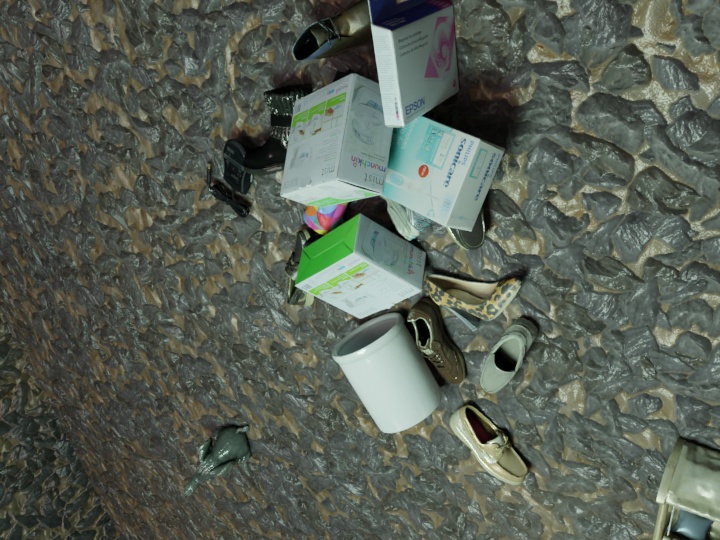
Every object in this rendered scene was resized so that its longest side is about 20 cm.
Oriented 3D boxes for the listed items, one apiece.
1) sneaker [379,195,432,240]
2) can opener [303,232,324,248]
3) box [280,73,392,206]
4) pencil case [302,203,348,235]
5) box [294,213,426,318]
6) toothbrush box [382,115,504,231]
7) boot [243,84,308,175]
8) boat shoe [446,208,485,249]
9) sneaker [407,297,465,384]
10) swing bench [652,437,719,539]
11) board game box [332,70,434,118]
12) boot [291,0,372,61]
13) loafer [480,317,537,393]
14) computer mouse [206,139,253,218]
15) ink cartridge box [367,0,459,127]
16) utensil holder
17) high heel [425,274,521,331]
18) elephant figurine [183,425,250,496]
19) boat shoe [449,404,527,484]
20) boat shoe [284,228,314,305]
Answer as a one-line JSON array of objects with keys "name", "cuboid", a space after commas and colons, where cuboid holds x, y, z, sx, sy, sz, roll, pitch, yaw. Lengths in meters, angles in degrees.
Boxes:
[{"name": "sneaker", "cuboid": [0.077, -0.160, 1.409, 0.086, 0.078, 0.201, -31, 81, 13]}, {"name": "can opener", "cuboid": [-0.019, -0.050, 1.556, 0.199, 0.079, 0.064, 4, 128, 23]}, {"name": "box", "cuboid": [-0.042, -0.210, 1.251, 0.200, 0.096, 0.177, -5, 75, 57]}, {"name": "pencil case", "cuboid": [-0.053, -0.164, 1.493, 0.088, 0.088, 0.200, 39, 135, 13]}, {"name": "box", "cuboid": [0.000, 0.000, 1.488, 0.176, 0.097, 0.200, 27, 145, -28]}, {"name": "toothbrush box", "cuboid": [0.115, -0.170, 1.229, 0.200, 0.085, 0.147, 32, 107, 36]}, {"name": "boot", "cuboid": [-0.173, -0.286, 1.512, 0.210, 0.079, 0.158, -6, 120, 30]}, {"name": "boat shoe", "cuboid": [0.178, -0.125, 1.311, 0.065, 0.073, 0.201, -126, 14, -71]}, {"name": "sneaker", "cuboid": [0.148, 0.159, 1.539, 0.070, 0.075, 0.201, -15, 106, 44]}, {"name": "swing bench", "cuboid": [0.621, 0.425, 1.280, 0.198, 0.130, 0.201, 14, 124, 33]}, {"name": "board game box", "cuboid": [0.019, -0.264, 1.363, 0.200, 0.035, 0.136, 29, 105, 22]}, {"name": "boot", "cuboid": [-0.033, -0.415, 1.303, 0.200, 0.097, 0.075, -19, 104, 45]}, {"name": "loafer", "cuboid": [0.276, 0.174, 1.446, 0.070, 0.070, 0.201, 34, 133, 18]}, {"name": "computer mouse", "cuboid": [-0.291, -0.227, 1.682, 0.140, 0.046, 0.201, 33, 139, 25]}, {"name": "ink cartridge box", "cuboid": [0.090, -0.351, 1.170, 0.043, 0.196, 0.201, 11, 123, 33]}, {"name": "utensil holder", "cuboid": [0.061, 0.217, 1.587, 0.170, 0.170, 0.200, -19, 107, 45]}, {"name": "high heel", "cuboid": [0.207, 0.029, 1.406, 0.142, 0.071, 0.200, 42, 145, 1]}, {"name": "elephant figurine", "cuboid": [-0.420, 0.555, 2.175, 0.141, 0.200, 0.156, 7, 121, 37]}, {"name": "boat shoe", "cuboid": [0.274, 0.364, 1.568, 0.200, 0.074, 0.069, 42, 141, 12]}, {"name": "boat shoe", "cuboid": [-0.136, 0.001, 1.666, 0.073, 0.065, 0.201, -126, 31, -51]}]
